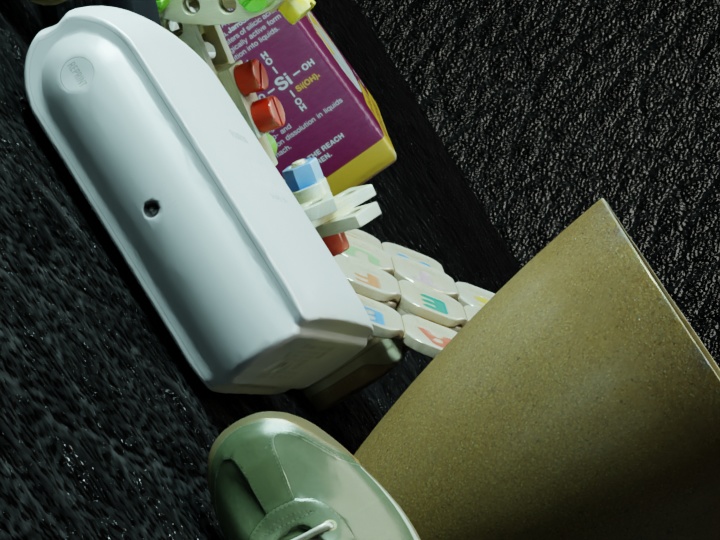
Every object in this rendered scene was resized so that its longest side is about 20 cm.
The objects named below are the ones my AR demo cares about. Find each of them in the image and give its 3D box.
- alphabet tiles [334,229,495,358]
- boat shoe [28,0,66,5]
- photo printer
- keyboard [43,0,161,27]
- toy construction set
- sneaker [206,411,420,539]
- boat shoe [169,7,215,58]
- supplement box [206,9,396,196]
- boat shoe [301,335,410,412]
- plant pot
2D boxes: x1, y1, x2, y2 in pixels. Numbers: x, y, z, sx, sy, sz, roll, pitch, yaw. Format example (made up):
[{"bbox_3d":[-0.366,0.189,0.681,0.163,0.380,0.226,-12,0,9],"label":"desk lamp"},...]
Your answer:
[{"bbox_3d":[0.000,0.000,1.405,0.200,0.015,0.196,21,14,-9],"label":"alphabet tiles"},{"bbox_3d":[-0.201,-0.223,1.266,0.201,0.073,0.063,48,12,-7],"label":"boat shoe"},{"bbox_3d":[-0.081,-0.037,1.208,0.200,0.069,0.166,57,8,10],"label":"photo printer"},{"bbox_3d":[-0.133,-0.203,1.271,0.021,0.127,0.200,-31,116,-47],"label":"keyboard"},{"bbox_3d":[-0.057,-0.097,1.331,0.092,0.131,0.200,-10,82,-68],"label":"toy construction set"},{"bbox_3d":[0.004,0.142,0.957,0.200,0.067,0.090,60,1,4],"label":"sneaker"},{"bbox_3d":[-0.121,-0.142,1.429,0.071,0.070,0.200,57,5,15],"label":"boat shoe"},{"bbox_3d":[-0.077,-0.138,1.603,0.200,0.103,0.131,53,8,-19],"label":"supplement box"},{"bbox_3d":[-0.008,0.030,1.440,0.065,0.072,0.200,57,12,-1],"label":"boat shoe"},{"bbox_3d":[0.086,0.099,1.191,0.186,0.200,0.186,54,6,-9],"label":"plant pot"}]
